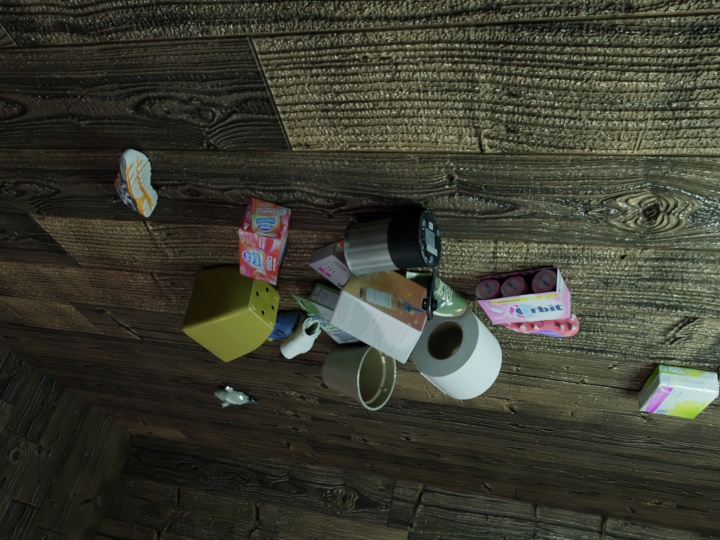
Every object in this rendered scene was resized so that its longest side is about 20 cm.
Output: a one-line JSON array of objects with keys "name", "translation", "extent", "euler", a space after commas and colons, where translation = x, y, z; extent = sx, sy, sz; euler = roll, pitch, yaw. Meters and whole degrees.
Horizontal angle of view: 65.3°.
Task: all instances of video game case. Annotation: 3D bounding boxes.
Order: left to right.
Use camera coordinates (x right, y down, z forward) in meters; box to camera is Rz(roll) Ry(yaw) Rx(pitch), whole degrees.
[{"name": "video game case", "translation": [-0.033, 0.159, 1.658], "extent": [0.195, 0.024, 0.182], "euler": [-9, 141, 33]}]

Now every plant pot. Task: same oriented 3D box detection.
[{"name": "plant pot", "translation": [-0.336, 0.107, 1.551], "extent": [0.195, 0.199, 0.196], "euler": [-15, 139, 25]}, {"name": "plant pot", "translation": [-0.016, 0.317, 1.762], "extent": [0.180, 0.205, 0.201], "euler": [3, 149, 39]}]

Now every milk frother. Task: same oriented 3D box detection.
[{"name": "milk frother", "translation": [0.076, -0.003, 1.197], "extent": [0.184, 0.205, 0.181], "euler": [-7, 147, 31]}]

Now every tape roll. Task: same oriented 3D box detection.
[{"name": "tape roll", "translation": [0.249, 0.211, 1.456], "extent": [0.199, 0.207, 0.139], "euler": [-13, 141, 37]}]

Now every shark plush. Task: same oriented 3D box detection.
[{"name": "shark plush", "translation": [-0.537, 0.544, 2.454], "extent": [0.194, 0.094, 0.083], "euler": [3, 174, -24]}]

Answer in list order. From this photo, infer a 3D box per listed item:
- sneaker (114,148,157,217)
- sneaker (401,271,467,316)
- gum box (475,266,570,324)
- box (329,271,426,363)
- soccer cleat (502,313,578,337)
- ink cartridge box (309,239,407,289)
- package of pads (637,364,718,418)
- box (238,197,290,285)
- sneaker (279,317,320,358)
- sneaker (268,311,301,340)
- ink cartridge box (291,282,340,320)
[{"name": "sneaker", "translation": [-0.512, -0.196, 1.252], "extent": [0.075, 0.080, 0.202], "euler": [22, 147, 3]}, {"name": "sneaker", "translation": [0.178, 0.052, 1.366], "extent": [0.194, 0.068, 0.091], "euler": [13, 140, -7]}, {"name": "gum box", "translation": [0.374, 0.062, 1.304], "extent": [0.196, 0.068, 0.114], "euler": [-10, 142, 33]}, {"name": "box", "translation": [0.051, 0.085, 1.290], "extent": [0.196, 0.153, 0.108], "euler": [27, 127, 2]}, {"name": "soccer cleat", "translation": [0.440, 0.134, 1.396], "extent": [0.194, 0.068, 0.077], "euler": [4, 152, 11]}, {"name": "ink cartridge box", "translation": [0.000, 0.000, 1.381], "extent": [0.171, 0.045, 0.199], "euler": [-17, 136, 42]}, {"name": "package of pads", "translation": [0.863, 0.334, 1.529], "extent": [0.150, 0.070, 0.202], "euler": [6, 148, 13]}, {"name": "box", "translation": [-0.226, -0.064, 1.319], "extent": [0.097, 0.098, 0.201], "euler": [16, 148, -2]}, {"name": "sneaker", "translation": [-0.151, 0.186, 1.656], "extent": [0.115, 0.200, 0.074], "euler": [-40, 89, 18]}, {"name": "sneaker", "translation": [-0.259, 0.162, 1.713], "extent": [0.078, 0.067, 0.198], "euler": [37, 142, -27]}, {"name": "ink cartridge box", "translation": [-0.079, 0.093, 1.509], "extent": [0.196, 0.060, 0.104], "euler": [20, 160, 22]}]
